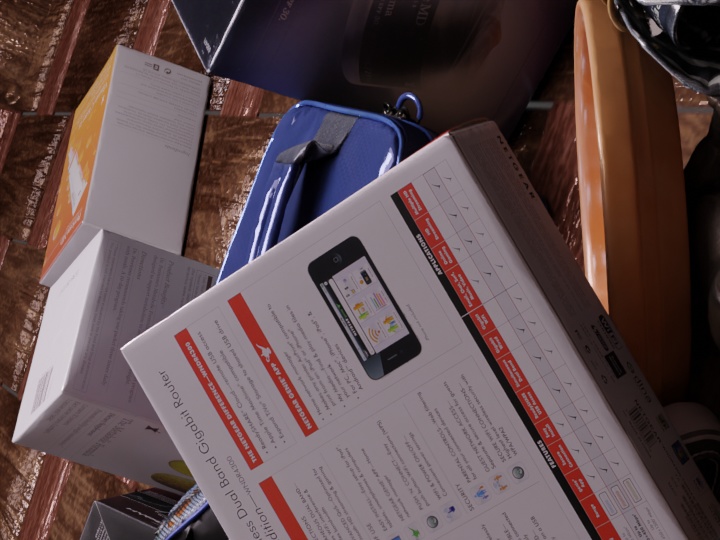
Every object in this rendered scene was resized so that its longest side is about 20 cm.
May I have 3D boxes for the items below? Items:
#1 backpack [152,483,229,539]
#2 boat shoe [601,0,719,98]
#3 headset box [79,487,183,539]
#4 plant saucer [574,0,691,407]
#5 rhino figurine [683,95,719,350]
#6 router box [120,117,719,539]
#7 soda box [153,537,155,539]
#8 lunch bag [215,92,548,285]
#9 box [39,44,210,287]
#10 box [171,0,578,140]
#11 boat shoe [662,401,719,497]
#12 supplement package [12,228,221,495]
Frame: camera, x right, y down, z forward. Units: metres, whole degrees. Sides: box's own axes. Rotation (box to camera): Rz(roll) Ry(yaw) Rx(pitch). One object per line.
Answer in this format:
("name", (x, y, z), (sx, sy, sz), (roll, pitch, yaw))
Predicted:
("backpack", (0.016, 0.124, 1.018), (0.191, 0.200, 0.154), (-47, 10, 40))
("boat shoe", (0.114, -0.130, 0.879), (0.091, 0.199, 0.071), (-55, -32, -35))
("headset box", (-0.124, 0.217, 1.368), (0.149, 0.075, 0.200), (-69, -15, 4))
("plant saucer", (0.119, -0.020, 0.952), (0.200, 0.037, 0.201), (-4, -90, -86))
("rhino figurine", (0.167, 0.005, 0.867), (0.201, 0.059, 0.088), (-93, 8, -46))
("router box", (0.025, 0.070, 0.878), (0.179, 0.201, 0.049), (-32, -4, 25))
("soda box", (-0.062, 0.218, 1.169), (0.068, 0.064, 0.200), (-55, 38, 13))
("lunch bag", (0.000, 0.000, 1.189), (0.136, 0.132, 0.201), (16, 87, 53))
("box", (-0.215, -0.083, 1.993), (0.124, 0.097, 0.201), (-46, 31, 51))
("box", (0.026, -0.194, 1.229), (0.201, 0.198, 0.123), (-62, 31, 24))
("boat shoe", (0.103, 0.149, 0.915), (0.200, 0.070, 0.066), (-57, 45, 20))
("supplement package", (-0.095, 0.071, 1.333), (0.114, 0.199, 0.110), (140, 145, -59))
